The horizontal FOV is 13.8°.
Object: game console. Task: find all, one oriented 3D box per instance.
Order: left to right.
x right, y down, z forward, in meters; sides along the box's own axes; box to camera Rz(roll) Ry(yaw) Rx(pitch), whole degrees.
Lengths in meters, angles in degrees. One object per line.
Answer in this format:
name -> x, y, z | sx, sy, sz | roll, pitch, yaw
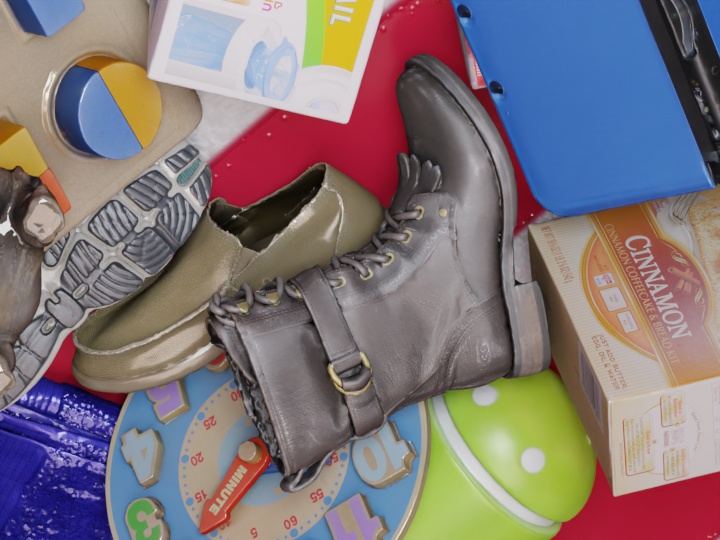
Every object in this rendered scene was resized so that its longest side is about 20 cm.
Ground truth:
game console -> 0.152, -0.147, 1.531 | 0.170, 0.118, 0.201 | -34, 113, -22

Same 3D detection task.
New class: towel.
towel -> -0.225, 0.118, 1.726 | 0.199, 0.050, 0.148 | 22, 116, -15

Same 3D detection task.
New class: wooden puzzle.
wooden puzzle -> -0.180, -0.098, 1.539 | 0.200, 0.046, 0.186 | -43, 121, -26

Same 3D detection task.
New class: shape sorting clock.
shape sorting clock -> -0.054, 0.104, 1.654 | 0.200, 0.201, 0.039 | -28, 154, 13

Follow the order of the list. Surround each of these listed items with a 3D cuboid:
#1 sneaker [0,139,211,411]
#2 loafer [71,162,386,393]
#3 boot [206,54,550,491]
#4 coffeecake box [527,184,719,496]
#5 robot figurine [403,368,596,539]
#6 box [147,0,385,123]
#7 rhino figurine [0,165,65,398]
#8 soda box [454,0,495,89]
sneaker -> -0.168, -0.005, 1.645 | 0.200, 0.080, 0.078 | -42, 100, -1
loafer -> -0.078, -0.001, 1.655 | 0.200, 0.076, 0.068 | -28, 117, 1
boot -> 0.000, 0.000, 1.584 | 0.174, 0.069, 0.201 | -18, 92, -16
coffeecake box -> 0.208, 0.025, 1.613 | 0.199, 0.154, 0.073 | -13, 130, -7
robot figurine -> 0.051, 0.125, 1.705 | 0.200, 0.116, 0.176 | -40, 83, 20
box -> -0.033, -0.194, 1.526 | 0.112, 0.101, 0.201 | 12, 119, -9
rhino figurine -> -0.200, 0.038, 1.497 | 0.060, 0.087, 0.201 | 18, 106, -13
soda box -> 0.148, -0.152, 1.577 | 0.199, 0.070, 0.064 | -10, 115, 2
